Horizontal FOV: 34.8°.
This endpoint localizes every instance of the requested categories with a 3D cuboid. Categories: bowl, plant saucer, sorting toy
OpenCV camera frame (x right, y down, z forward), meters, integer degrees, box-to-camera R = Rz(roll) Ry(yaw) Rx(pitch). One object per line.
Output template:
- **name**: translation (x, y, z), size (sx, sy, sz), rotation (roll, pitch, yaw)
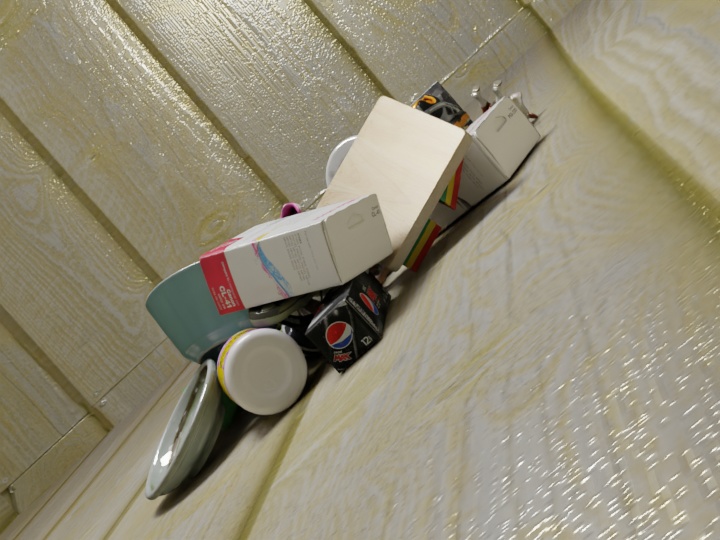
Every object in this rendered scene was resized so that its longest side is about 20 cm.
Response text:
- **bowl**: translation (-0.193, 0.062, 1.613), size (0.198, 0.106, 0.201), rotation (-21, -18, -7)
- **plant saucer**: translation (-0.226, 0.220, 1.547), size (0.202, 0.050, 0.201), rotation (-59, 14, 24)
- **sorting toy**: translation (0.054, -0.111, 1.551), size (0.199, 0.069, 0.201), rotation (32, 93, 51)

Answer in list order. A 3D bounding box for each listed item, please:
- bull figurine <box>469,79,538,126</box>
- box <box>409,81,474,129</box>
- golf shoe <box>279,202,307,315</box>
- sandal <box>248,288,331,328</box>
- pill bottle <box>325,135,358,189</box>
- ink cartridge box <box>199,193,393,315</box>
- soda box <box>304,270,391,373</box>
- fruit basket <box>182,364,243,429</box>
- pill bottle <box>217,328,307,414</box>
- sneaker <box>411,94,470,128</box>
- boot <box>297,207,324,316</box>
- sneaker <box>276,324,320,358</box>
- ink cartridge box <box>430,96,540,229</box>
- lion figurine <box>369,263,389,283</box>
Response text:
- **bull figurine**: translation (0.204, -0.229, 1.839), size (0.065, 0.122, 0.201), rotation (17, 63, 47)
- **box**: translation (0.105, -0.188, 1.915), size (0.200, 0.158, 0.050), rotation (-42, 5, -2)
- **golf shoe**: translation (-0.117, -0.010, 1.741), size (0.092, 0.074, 0.203), rotation (70, -154, -61)
- **sandal**: translation (-0.083, 0.051, 1.501), size (0.079, 0.058, 0.200), rotation (-16, 6, 29)
- **pill bottle**: translation (0.033, -0.139, 1.776), size (0.114, 0.115, 0.199), rotation (-40, -16, 16)
- **ink cartridge box**: translation (-0.080, -0.021, 1.447), size (0.197, 0.087, 0.147), rotation (-12, 11, 32)
- **soda box**: translation (-0.012, 0.054, 1.401), size (0.071, 0.063, 0.200), rotation (-41, 5, 12)
- **fruit basket**: translation (-0.231, 0.198, 1.726), size (0.200, 0.094, 0.185), rotation (-43, 5, 32)
- **pill bottle**: translation (-0.132, 0.127, 1.480), size (0.104, 0.105, 0.200), rotation (-43, 5, -11)
- **sneaker**: translation (0.112, -0.226, 1.706), size (0.078, 0.077, 0.200), rotation (-42, 5, 11)
- **boot**: translation (-0.059, -0.008, 1.642), size (0.201, 0.073, 0.098), rotation (-95, 7, -58)
- **sneaker**: translation (-0.093, 0.114, 1.618), size (0.200, 0.071, 0.084), rotation (180, 114, -84)
- **ink cartridge box**: translation (0.147, -0.142, 1.646), size (0.200, 0.085, 0.146), rotation (-40, 6, 41)
- **lion figurine**: translation (0.000, 0.000, 1.679), size (0.124, 0.072, 0.201), rotation (-62, 3, 25)
